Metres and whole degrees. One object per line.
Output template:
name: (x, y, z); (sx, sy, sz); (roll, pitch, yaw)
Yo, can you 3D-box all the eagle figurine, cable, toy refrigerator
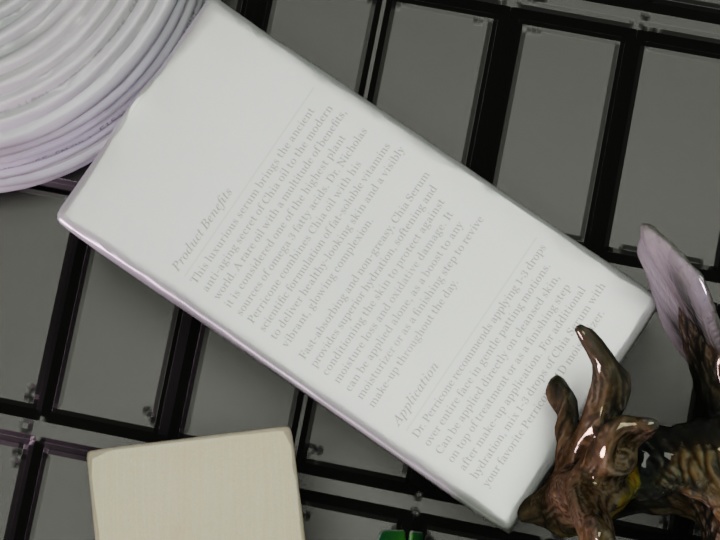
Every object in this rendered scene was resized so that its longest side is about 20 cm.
eagle figurine: (0.157, 0.085, 0.751); (0.198, 0.152, 0.152); (8, 38, -5)
cable: (-0.149, -0.131, 0.863); (0.198, 0.069, 0.202); (-3, 81, 3)
toy refrigerator: (-0.051, 0.163, 0.815); (0.075, 0.070, 0.202); (-7, 81, -5)

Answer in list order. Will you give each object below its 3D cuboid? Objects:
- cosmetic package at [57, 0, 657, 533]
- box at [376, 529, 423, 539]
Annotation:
cosmetic package: (0.000, 0.000, 0.833); (0.199, 0.071, 0.102); (35, 86, 7)
box: (0.054, 0.183, 0.779); (0.048, 0.117, 0.201); (-20, 81, 7)
